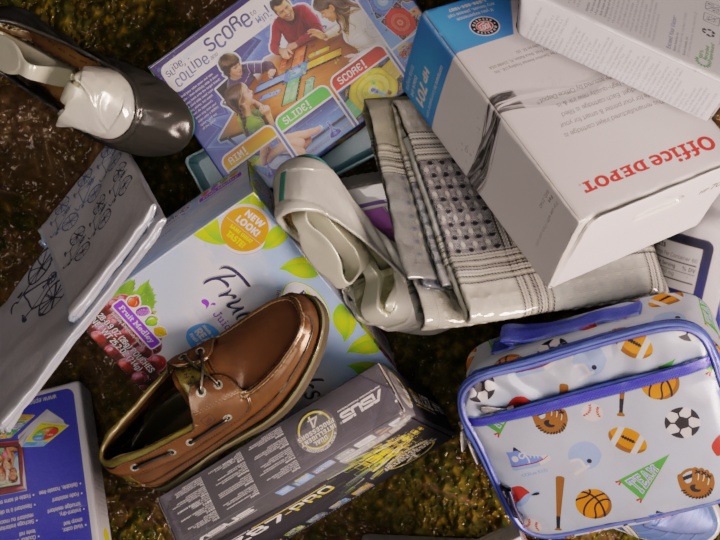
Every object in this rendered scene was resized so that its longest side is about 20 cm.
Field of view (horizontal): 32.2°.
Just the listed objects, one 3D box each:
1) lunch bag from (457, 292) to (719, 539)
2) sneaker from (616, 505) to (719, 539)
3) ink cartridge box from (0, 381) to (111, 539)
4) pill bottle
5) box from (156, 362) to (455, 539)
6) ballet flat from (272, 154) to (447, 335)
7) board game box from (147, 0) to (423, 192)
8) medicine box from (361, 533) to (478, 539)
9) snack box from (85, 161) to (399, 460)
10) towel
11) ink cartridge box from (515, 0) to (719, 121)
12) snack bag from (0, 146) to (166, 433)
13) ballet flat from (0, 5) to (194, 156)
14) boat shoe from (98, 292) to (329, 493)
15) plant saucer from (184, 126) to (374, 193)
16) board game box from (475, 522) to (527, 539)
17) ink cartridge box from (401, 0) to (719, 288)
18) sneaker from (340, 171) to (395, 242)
[{"bbox_3d":[0.169,0.103,0.886,0.199,0.076,0.161,-17,111,20],"label":"lunch bag"},{"bbox_3d":[0.199,0.172,0.999,0.199,0.077,0.076,25,98,-2],"label":"sneaker"},{"bbox_3d":[-0.303,0.209,1.011,0.197,0.047,0.201,-13,71,4],"label":"ink cartridge box"},{"bbox_3d":[0.275,0.011,0.948,0.115,0.116,0.201,11,100,2],"label":"pill bottle"},{"bbox_3d":[-0.036,0.151,0.968,0.200,0.161,0.049,-32,67,7],"label":"box"},{"bbox_3d":[0.000,0.000,0.930,0.069,0.070,0.200,-39,119,8],"label":"ballet flat"},{"bbox_3d":[-0.045,-0.160,0.965,0.200,0.034,0.136,-34,89,7],"label":"board game box"},{"bbox_3d":[0.086,0.329,1.018,0.181,0.103,0.201,1,98,3],"label":"medicine box"},{"bbox_3d":[-0.094,0.044,0.970,0.168,0.068,0.200,-34,119,7],"label":"snack box"},{"bbox_3d":[0.112,-0.055,0.917,0.199,0.035,0.193,-8,68,-16],"label":"towel"},{"bbox_3d":[0.176,-0.211,0.886,0.199,0.200,0.041,27,134,-1],"label":"ink cartridge box"},{"bbox_3d":[-0.226,0.003,0.946,0.021,0.189,0.200,34,97,-29],"label":"snack bag"},{"bbox_3d":[-0.223,-0.141,0.955,0.199,0.068,0.068,28,109,15],"label":"ballet flat"},{"bbox_3d":[-0.107,0.089,0.901,0.200,0.068,0.072,-46,50,13],"label":"boat shoe"},{"bbox_3d":[-0.038,-0.105,0.999,0.199,0.019,0.070,-27,96,7],"label":"plant saucer"},{"bbox_3d":[0.106,0.306,0.943,0.126,0.035,0.201,-26,97,7],"label":"board game box"},{"bbox_3d":[0.144,-0.106,0.881,0.146,0.086,0.200,-20,63,-24],"label":"ink cartridge box"},{"bbox_3d":[0.050,-0.023,0.977,0.199,0.073,0.115,-5,103,0],"label":"sneaker"}]
